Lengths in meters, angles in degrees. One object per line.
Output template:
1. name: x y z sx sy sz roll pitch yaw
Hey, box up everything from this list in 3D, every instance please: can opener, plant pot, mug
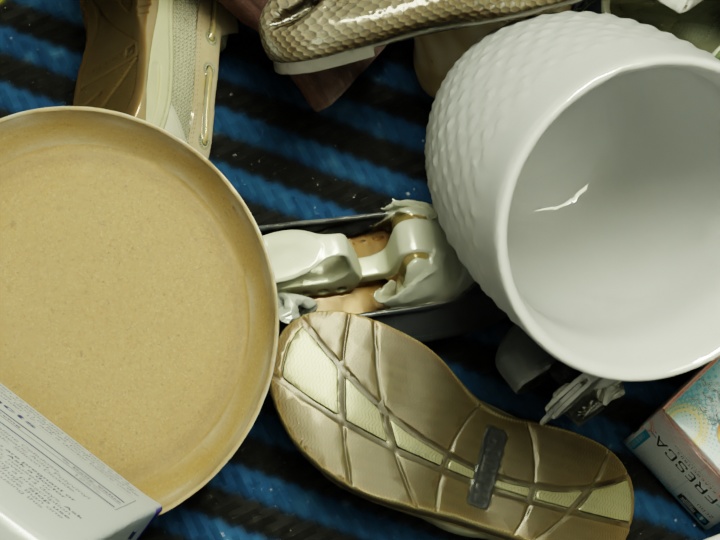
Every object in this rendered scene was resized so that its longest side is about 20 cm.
1. can opener: 0.149 0.012 1.110 0.200 0.053 0.067 -34 78 -34
2. plant pot: -0.135 0.024 1.053 0.199 0.027 0.201 0 89 6
3. mug: 0.126 -0.038 1.045 0.200 0.175 0.148 21 101 -22

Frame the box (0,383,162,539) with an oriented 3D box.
1. box: -0.202 0.095 0.947 0.184 0.200 0.105 37 93 5

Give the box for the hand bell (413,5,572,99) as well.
1. hand bell: 0.006 -0.180 1.095 0.200 0.104 0.104 39 63 -34

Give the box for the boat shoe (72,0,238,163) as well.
1. boat shoe: -0.098 -0.129 1.135 0.065 0.072 0.200 31 49 -37

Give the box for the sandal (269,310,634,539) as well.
1. sandal: 0.040 0.088 1.088 0.200 0.054 0.081 25 73 -16

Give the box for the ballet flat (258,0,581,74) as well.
1. ballet flat: 0.047 -0.140 1.053 0.199 0.067 0.046 -16 106 -4

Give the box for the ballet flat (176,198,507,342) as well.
1. ballet flat: 0.000 0.000 1.100 0.199 0.073 0.073 -5 71 -12

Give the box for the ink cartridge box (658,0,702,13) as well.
1. ink cartridge box: 0.131 -0.236 1.154 0.200 0.084 0.145 35 40 18

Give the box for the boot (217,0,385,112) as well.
1. boot: -0.055 -0.151 1.079 0.167 0.072 0.200 59 31 -13

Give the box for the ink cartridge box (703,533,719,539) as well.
1. ink cartridge box: 0.159 0.204 1.025 0.200 0.086 0.147 -21 75 -5

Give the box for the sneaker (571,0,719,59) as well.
1. sneaker: 0.196 -0.108 1.163 0.200 0.090 0.067 8 68 -8

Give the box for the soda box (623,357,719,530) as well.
1. soda box: 0.227 0.039 1.127 0.200 0.068 0.064 -40 82 -21
